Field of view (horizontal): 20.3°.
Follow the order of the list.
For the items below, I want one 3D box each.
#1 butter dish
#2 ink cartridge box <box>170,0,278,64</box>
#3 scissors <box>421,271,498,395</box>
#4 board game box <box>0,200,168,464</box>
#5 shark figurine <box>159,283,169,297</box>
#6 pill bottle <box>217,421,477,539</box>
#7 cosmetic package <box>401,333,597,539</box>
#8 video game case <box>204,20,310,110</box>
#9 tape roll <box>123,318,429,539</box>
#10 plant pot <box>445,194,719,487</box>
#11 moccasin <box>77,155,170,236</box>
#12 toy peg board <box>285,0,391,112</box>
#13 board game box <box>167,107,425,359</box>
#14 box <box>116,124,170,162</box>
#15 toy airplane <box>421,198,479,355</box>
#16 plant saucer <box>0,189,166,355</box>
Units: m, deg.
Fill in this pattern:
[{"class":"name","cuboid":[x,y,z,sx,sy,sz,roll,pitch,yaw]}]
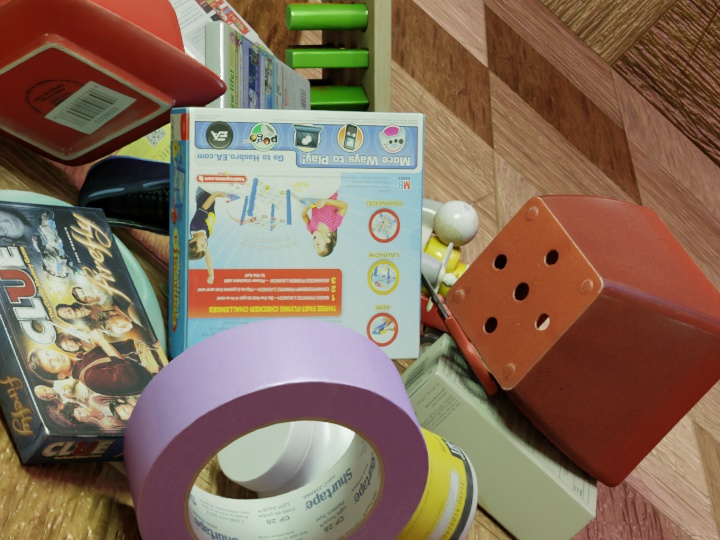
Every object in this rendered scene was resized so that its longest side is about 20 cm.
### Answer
[{"class":"butter dish","cuboid":[-0.233,-0.194,1.599,0.199,0.199,0.149,28,51,-41]},{"class":"ink cartridge box","cuboid":[-0.177,-0.216,1.968,0.176,0.084,0.200,46,20,-4]},{"class":"scissors","cuboid":[0.076,0.038,1.766,0.073,0.014,0.200,60,0,43]},{"class":"board game box","cuboid":[-0.207,0.041,1.405,0.135,0.035,0.201,3,51,-46]},{"class":"shark figurine","cuboid":[-0.091,-0.003,1.713,0.090,0.127,0.215,84,15,-53]},{"class":"pill bottle","cuboid":[-0.011,0.153,1.533,0.200,0.112,0.112,29,25,-40]},{"class":"cosmetic package","cuboid":[0.123,0.162,1.848,0.200,0.073,0.104,43,19,-7]},{"class":"video game case","cuboid":[-0.091,-0.103,1.823,0.182,0.022,0.201,27,59,-63]},{"class":"tape roll","cuboid":[-0.057,0.129,1.355,0.200,0.200,0.066,30,24,-36]},{"class":"plant pot","cuboid":[0.197,0.045,1.841,0.176,0.200,0.200,24,24,-43]},{"class":"moccasin","cuboid":[-0.135,-0.045,1.648,0.068,0.199,0.081,-68,156,-55]},{"class":"toy peg board","cuboid":[-0.043,-0.196,2.053,0.097,0.201,0.199,-2,9,-16]},{"class":"board game box","cuboid":[-0.051,-0.028,1.588,0.199,0.197,0.056,0,3,-21]},{"class":"box","cuboid":[-0.144,-0.106,1.834,0.050,0.075,0.200,49,21,13]},{"class":"toy airplane","cuboid":[0.052,-0.023,1.966,0.199,0.141,0.201,23,30,-46]},{"class":"plant saucer","cuboid":[-0.214,0.002,1.530,0.201,0.039,0.201,39,21,-18]}]
